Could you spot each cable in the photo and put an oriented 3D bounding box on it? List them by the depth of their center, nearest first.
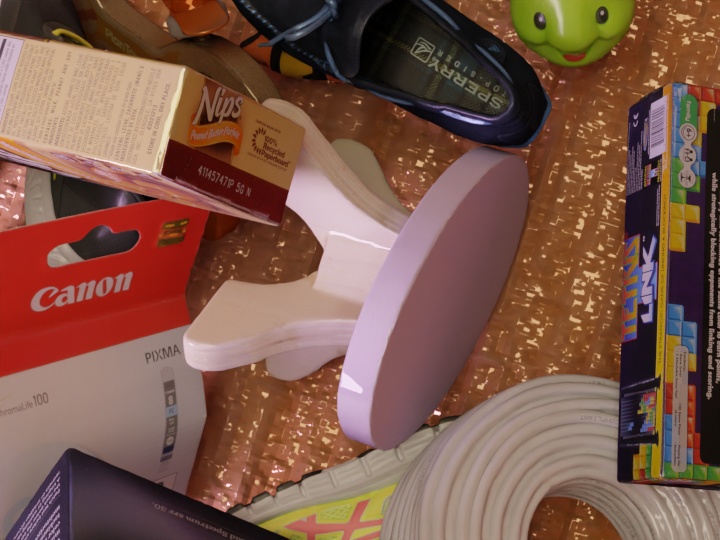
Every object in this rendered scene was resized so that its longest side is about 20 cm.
[{"bbox_3d":[0.111,0.154,0.859,0.198,0.069,0.202,-16,74,-24],"label":"cable"}]

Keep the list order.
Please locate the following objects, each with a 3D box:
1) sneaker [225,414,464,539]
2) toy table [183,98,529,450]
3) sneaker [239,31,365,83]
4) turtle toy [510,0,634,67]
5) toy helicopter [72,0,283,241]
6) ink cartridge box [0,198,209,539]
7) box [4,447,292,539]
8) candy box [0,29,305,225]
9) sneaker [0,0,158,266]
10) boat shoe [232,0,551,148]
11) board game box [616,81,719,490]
[{"bbox_3d":[-0.011,0.154,0.920,0.198,0.078,0.091,-24,81,7],"label":"sneaker"},{"bbox_3d":[0.000,0.000,0.899,0.116,0.200,0.186,17,123,20],"label":"toy table"},{"bbox_3d":[-0.023,-0.211,0.975,0.089,0.070,0.203,7,86,9],"label":"sneaker"},{"bbox_3d":[0.116,-0.210,0.931,0.144,0.101,0.203,-4,81,11],"label":"turtle toy"},{"bbox_3d":[-0.109,-0.121,0.961,0.079,0.133,0.200,-32,55,-28],"label":"toy helicopter"},{"bbox_3d":[-0.143,0.064,0.877,0.047,0.159,0.202,36,122,30],"label":"ink cartridge box"},{"bbox_3d":[-0.077,0.218,0.791,0.199,0.199,0.124,26,115,-25],"label":"box"},{"bbox_3d":[-0.141,-0.076,0.828,0.198,0.115,0.056,13,85,29],"label":"candy box"},{"bbox_3d":[-0.152,-0.091,0.948,0.084,0.074,0.202,-30,67,31],"label":"sneaker"},{"bbox_3d":[0.013,-0.134,0.898,0.198,0.069,0.085,23,95,15],"label":"boat shoe"},{"bbox_3d":[0.219,0.015,0.864,0.163,0.057,0.203,8,79,-16],"label":"board game box"}]
